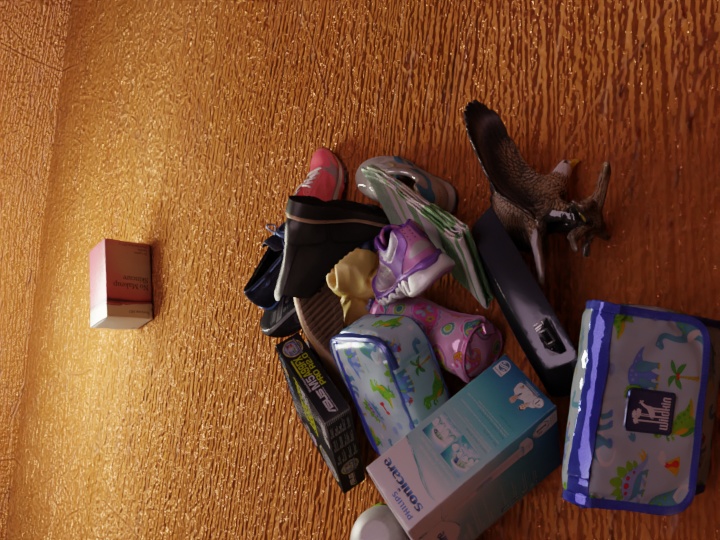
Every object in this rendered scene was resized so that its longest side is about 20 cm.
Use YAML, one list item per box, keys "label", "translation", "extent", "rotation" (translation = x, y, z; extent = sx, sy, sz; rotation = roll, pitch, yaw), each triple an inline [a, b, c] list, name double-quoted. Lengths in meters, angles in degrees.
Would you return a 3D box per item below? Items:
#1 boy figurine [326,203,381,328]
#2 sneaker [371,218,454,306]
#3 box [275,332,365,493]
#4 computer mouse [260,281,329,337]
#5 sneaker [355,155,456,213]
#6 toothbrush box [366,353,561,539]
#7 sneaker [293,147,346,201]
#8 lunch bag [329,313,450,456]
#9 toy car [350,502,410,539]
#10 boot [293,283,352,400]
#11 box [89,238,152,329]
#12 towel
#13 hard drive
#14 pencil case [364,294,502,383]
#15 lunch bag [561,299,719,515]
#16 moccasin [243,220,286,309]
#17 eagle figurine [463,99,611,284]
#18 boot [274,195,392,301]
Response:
- label: "boy figurine"
  translation: [0.000, 0.000, 0.993]
  extent: [0.120, 0.064, 0.208]
  rotation: [-1, 86, 20]
- label: "sneaker"
  translation: [0.050, -0.014, 0.814]
  extent: [0.090, 0.080, 0.200]
  rotation: [54, 164, -1]
- label: "box"
  translation: [-0.059, 0.216, 0.959]
  extent: [0.161, 0.043, 0.204]
  rotation: [50, 159, 40]
- label: "computer mouse"
  translation: [-0.097, 0.060, 1.095]
  extent: [0.198, 0.052, 0.142]
  rotation: [-34, 37, 35]
- label: "sneaker"
  translation: [0.050, -0.130, 0.944]
  extent: [0.198, 0.079, 0.079]
  rotation: [26, 105, 48]
- label: "toothbrush box"
  translation: [0.120, 0.216, 0.702]
  extent: [0.198, 0.148, 0.085]
  rotation: [-38, 49, -10]
- label: "sneaker"
  translation: [-0.075, -0.129, 1.068]
  extent: [0.073, 0.085, 0.206]
  rotation: [-27, 54, 41]
- label: "lunch bag"
  translation: [0.044, 0.163, 0.845]
  extent: [0.159, 0.081, 0.205]
  rotation: [0, 115, 59]
- label: "toy car"
  translation: [0.088, 0.368, 0.795]
  extent: [0.148, 0.176, 0.202]
  rotation: [-34, 52, -2]
- label: "boot"
  translation: [-0.071, 0.112, 0.987]
  extent: [0.204, 0.071, 0.165]
  rotation: [62, 151, -2]
- label: "box"
  translation: [-0.612, 0.038, 1.627]
  extent: [0.107, 0.125, 0.207]
  rotation: [-24, 68, 42]
- label: "towel"
  translation: [0.085, -0.046, 0.811]
  extent: [0.023, 0.154, 0.199]
  rotation: [-41, 47, -8]
- label: "hard drive"
  translation: [0.187, 0.041, 0.728]
  extent: [0.041, 0.135, 0.204]
  rotation: [-26, 58, 6]
- label: "pencil case"
  translation: [0.095, 0.080, 0.861]
  extent: [0.198, 0.086, 0.090]
  rotation: [22, 100, 49]
- label: "lunch bag"
  translation: [0.255, 0.119, 0.591]
  extent: [0.125, 0.196, 0.177]
  rotation: [6, 88, 47]
- label: "moccasin"
  translation: [-0.141, -0.034, 1.120]
  extent: [0.079, 0.067, 0.205]
  rotation: [3, 67, 54]
- label: "eagle figurine"
  translation: [0.198, -0.094, 0.746]
  extent: [0.198, 0.149, 0.156]
  rotation: [32, 122, 34]
- label: "boot"
  translation: [-0.035, -0.026, 0.914]
  extent: [0.077, 0.195, 0.143]
  rotation: [31, 111, 50]
